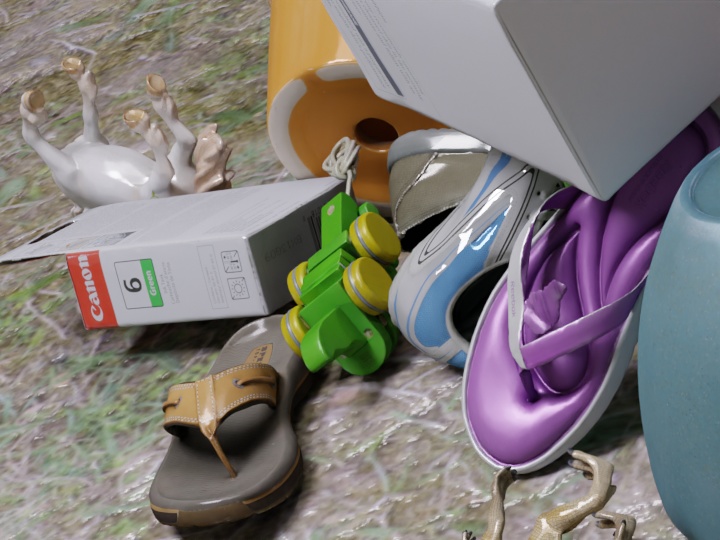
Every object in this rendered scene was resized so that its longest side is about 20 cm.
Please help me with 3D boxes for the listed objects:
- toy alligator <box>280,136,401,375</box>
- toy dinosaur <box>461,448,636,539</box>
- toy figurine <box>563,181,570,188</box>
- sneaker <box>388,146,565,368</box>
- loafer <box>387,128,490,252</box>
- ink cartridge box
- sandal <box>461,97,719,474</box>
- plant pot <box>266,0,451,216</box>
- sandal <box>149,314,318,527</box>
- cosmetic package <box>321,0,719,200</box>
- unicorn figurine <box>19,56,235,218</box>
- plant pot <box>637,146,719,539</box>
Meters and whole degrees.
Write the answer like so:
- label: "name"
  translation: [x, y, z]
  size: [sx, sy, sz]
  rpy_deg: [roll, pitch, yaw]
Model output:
- label: "toy alligator"
  translation: [0.000, 0.000, 1.461]
  size: [0.059, 0.054, 0.200]
  rpy_deg: [-37, 24, 27]
- label: "toy dinosaur"
  translation: [0.081, 0.133, 1.154]
  size: [0.199, 0.058, 0.101]
  rpy_deg: [-7, 44, 50]
- label: "toy figurine"
  translation: [0.225, -0.080, 1.302]
  size: [0.199, 0.151, 0.184]
  rpy_deg: [-12, 1, -42]
- label: "sneaker"
  translation: [0.090, -0.039, 1.377]
  size: [0.072, 0.072, 0.201]
  rpy_deg: [36, 99, 27]
- label: "loafer"
  translation: [0.099, -0.036, 1.456]
  size: [0.199, 0.075, 0.070]
  rpy_deg: [-3, 63, 37]
- label: "ink cartridge box"
  translation: [-0.107, -0.007, 1.565]
  size: [0.199, 0.051, 0.109]
  rpy_deg: [-6, 16, 36]
- label: "sandal"
  translation: [0.099, 0.000, 1.257]
  size: [0.082, 0.050, 0.203]
  rpy_deg: [40, 106, 35]
- label: "plant pot"
  translation: [0.025, -0.139, 1.590]
  size: [0.199, 0.201, 0.184]
  rpy_deg: [-10, 43, 28]
- label: "sandal"
  translation: [-0.065, 0.068, 1.394]
  size: [0.081, 0.055, 0.200]
  rpy_deg: [-14, 25, 20]
- label: "cosmetic package"
  translation: [0.103, -0.162, 1.268]
  size: [0.199, 0.123, 0.200]
  rpy_deg: [-42, 34, -13]
- label: "unicorn figurine"
  translation: [-0.151, -0.066, 1.682]
  size: [0.074, 0.138, 0.200]
  rpy_deg: [-35, 44, -21]
- label: "plant pot"
  translation: [0.201, 0.011, 1.169]
  size: [0.199, 0.135, 0.200]
  rpy_deg: [-20, 24, 9]
